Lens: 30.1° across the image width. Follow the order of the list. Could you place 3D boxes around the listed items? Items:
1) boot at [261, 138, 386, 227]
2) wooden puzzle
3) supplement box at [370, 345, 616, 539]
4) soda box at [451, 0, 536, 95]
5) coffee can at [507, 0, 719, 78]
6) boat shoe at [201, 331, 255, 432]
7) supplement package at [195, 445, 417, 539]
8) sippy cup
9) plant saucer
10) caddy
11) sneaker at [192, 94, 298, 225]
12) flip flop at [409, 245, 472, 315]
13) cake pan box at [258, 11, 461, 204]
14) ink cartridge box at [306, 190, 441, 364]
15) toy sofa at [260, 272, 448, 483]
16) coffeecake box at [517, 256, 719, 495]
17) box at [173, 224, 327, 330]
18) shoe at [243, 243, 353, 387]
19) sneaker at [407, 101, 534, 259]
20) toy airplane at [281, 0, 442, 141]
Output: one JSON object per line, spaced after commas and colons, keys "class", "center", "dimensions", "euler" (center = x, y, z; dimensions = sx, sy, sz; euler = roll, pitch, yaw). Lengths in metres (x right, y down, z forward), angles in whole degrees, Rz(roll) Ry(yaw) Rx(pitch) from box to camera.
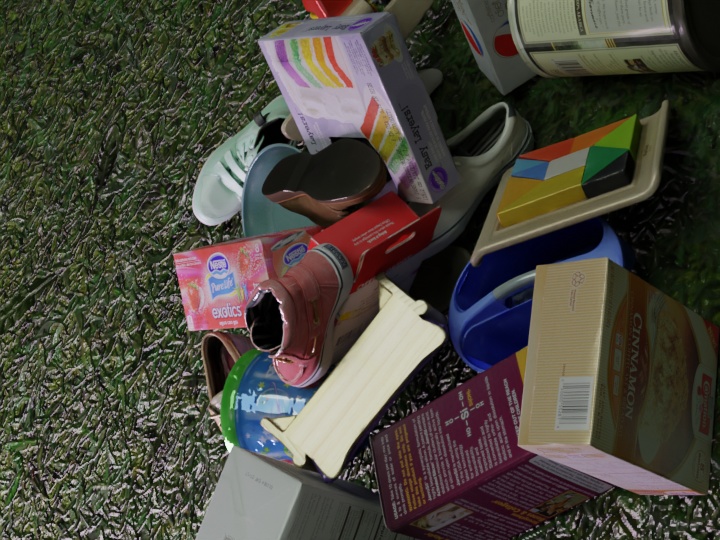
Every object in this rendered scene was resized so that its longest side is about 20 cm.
{"class": "boot", "center": [-0.021, -0.084, 1.381], "dimensions": [0.199, 0.075, 0.074], "euler": [1, 56, 58]}
{"class": "wooden puzzle", "center": [0.199, -0.089, 1.271], "dimensions": [0.199, 0.037, 0.185], "euler": [-24, 19, 26]}
{"class": "supplement box", "center": [0.128, 0.173, 1.241], "dimensions": [0.199, 0.130, 0.104], "euler": [-33, 50, 28]}
{"class": "soda box", "center": [0.134, -0.280, 1.381], "dimensions": [0.068, 0.200, 0.064], "euler": [-32, 46, -1]}
{"class": "coffee can", "center": [0.263, -0.263, 1.293], "dimensions": [0.199, 0.146, 0.148], "euler": [6, 76, 45]}
{"class": "boat shoe", "center": [-0.146, 0.157, 1.554], "dimensions": [0.074, 0.066, 0.201], "euler": [-41, 49, 23]}
{"class": "supplement package", "center": [-0.044, 0.261, 1.313], "dimensions": [0.113, 0.199, 0.110], "euler": [19, 85, 47]}
{"class": "sippy cup", "center": [-0.060, 0.153, 1.439], "dimensions": [0.129, 0.140, 0.179], "euler": [1, 114, 33]}
{"class": "plant saucer", "center": [-0.069, -0.049, 1.547], "dimensions": [0.199, 0.036, 0.202], "euler": [22, 118, 48]}
{"class": "caddy", "center": [0.175, 0.027, 1.276], "dimensions": [0.199, 0.105, 0.143], "euler": [-28, 54, 32]}
{"class": "sneaker", "center": [-0.145, -0.128, 1.643], "dimensions": [0.201, 0.074, 0.118], "euler": [-49, 10, 14]}
{"class": "flip flop", "center": [0.046, -0.007, 1.450], "dimensions": [0.199, 0.057, 0.082], "euler": [23, 89, 47]}
{"class": "cake pan box", "center": [-0.001, -0.161, 1.362], "dimensions": [0.052, 0.201, 0.184], "euler": [-38, 28, -26]}
{"class": "ink cartridge box", "center": [0.000, 0.000, 1.351], "dimensions": [0.067, 0.116, 0.201], "euler": [45, 144, 19]}
{"class": "toy sofa", "center": [0.005, 0.111, 1.309], "dimensions": [0.097, 0.083, 0.201], "euler": [38, 91, 22]}
{"class": "coffeecake box", "center": [0.224, 0.095, 1.132], "dimensions": [0.073, 0.199, 0.155], "euler": [-7, 68, 40]}
{"class": "box", "center": [-0.116, 0.009, 1.515], "dimensions": [0.199, 0.102, 0.096], "euler": [-7, 96, 54]}
{"class": "shoe", "center": [-0.073, 0.060, 1.301], "dimensions": [0.072, 0.091, 0.201], "euler": [46, 143, 20]}
{"class": "sneaker", "center": [0.095, -0.098, 1.400], "dimensions": [0.200, 0.071, 0.073], "euler": [-48, 47, -5]}
{"class": "toy airplane", "center": [0.000, -0.250, 1.509], "dimensions": [0.141, 0.199, 0.201], "euler": [33, 124, 42]}
